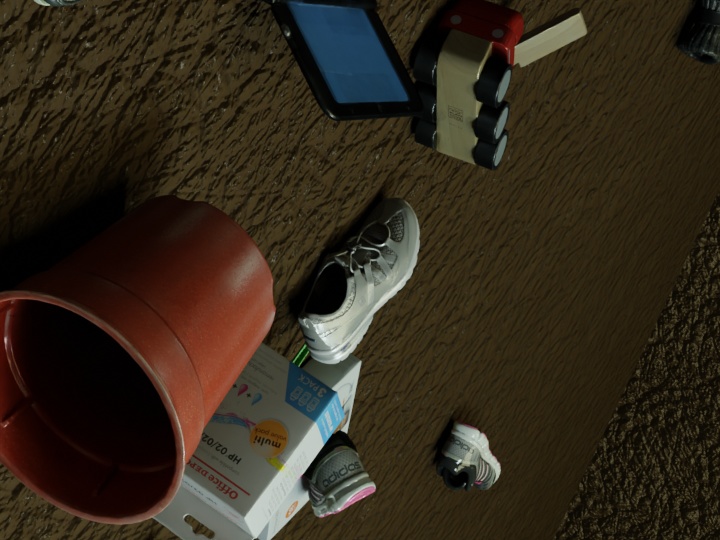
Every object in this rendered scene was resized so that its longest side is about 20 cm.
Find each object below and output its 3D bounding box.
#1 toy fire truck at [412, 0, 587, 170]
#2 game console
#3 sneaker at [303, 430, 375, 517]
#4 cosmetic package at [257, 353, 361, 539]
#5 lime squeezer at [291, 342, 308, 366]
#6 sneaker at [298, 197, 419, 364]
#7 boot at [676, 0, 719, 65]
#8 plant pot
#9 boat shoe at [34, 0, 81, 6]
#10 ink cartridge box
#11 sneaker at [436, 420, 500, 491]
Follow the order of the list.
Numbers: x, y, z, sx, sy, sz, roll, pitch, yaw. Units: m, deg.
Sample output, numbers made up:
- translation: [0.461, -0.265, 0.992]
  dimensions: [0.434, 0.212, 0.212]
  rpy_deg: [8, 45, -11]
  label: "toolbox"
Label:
- translation: [0.152, -0.230, 1.797]
  dimensions: [0.177, 0.127, 0.201]
  rpy_deg: [84, 29, -59]
  label: "toy fire truck"
- translation: [0.007, -0.232, 1.408]
  dimensions: [0.200, 0.116, 0.177]
  rpy_deg: [-14, 132, -65]
  label: "game console"
- translation: [-0.032, 0.223, 1.896]
  dimensions: [0.073, 0.088, 0.200]
  rpy_deg: [-27, 175, -9]
  label: "sneaker"
- translation: [-0.072, 0.199, 1.945]
  dimensions: [0.151, 0.051, 0.201]
  rpy_deg: [-40, 153, -38]
  label: "cosmetic package"
- translation: [-0.096, 0.147, 1.801]
  dimensions: [0.201, 0.037, 0.071]
  rpy_deg: [-66, -174, -32]
  label: "lime squeezer"
- translation: [0.000, 0.000, 1.794]
  dimensions: [0.201, 0.074, 0.082]
  rpy_deg: [-62, 147, -22]
  label: "sneaker"
- translation: [0.543, -0.404, 2.559]
  dimensions: [0.159, 0.079, 0.211]
  rpy_deg: [-59, 161, 0]
  label: "boot"
- translation: [-0.171, 0.052, 1.289]
  dimensions: [0.195, 0.199, 0.202]
  rpy_deg: [-49, 160, -48]
  label: "plant pot"
- translation: [-0.136, -0.238, 1.114]
  dimensions: [0.200, 0.066, 0.075]
  rpy_deg: [-49, 159, -29]
  label: "boat shoe"
- translation: [-0.120, 0.184, 1.698]
  dimensions: [0.201, 0.114, 0.068]
  rpy_deg: [-53, 160, -18]
  label: "ink cartridge box"
- translation: [0.162, 0.308, 2.639]
  dimensions: [0.088, 0.073, 0.200]
  rpy_deg: [-54, 155, -15]
  label: "sneaker"
